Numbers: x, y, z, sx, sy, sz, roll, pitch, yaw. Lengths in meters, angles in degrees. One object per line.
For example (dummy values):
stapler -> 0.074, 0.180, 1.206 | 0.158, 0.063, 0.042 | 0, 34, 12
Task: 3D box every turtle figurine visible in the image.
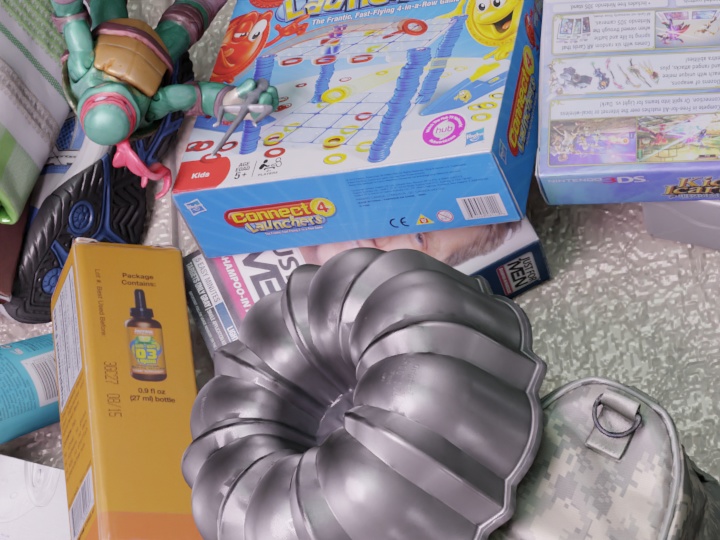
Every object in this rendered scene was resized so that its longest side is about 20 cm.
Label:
turtle figurine -> -0.127, -0.127, 1.304 | 0.101, 0.149, 0.201 | -41, 24, 24

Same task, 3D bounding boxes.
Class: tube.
tube -> -0.229, 0.077, 1.295 | 0.077, 0.199, 0.051 | 44, 119, 19

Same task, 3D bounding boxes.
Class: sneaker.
sneaker -> -0.172, -0.057, 1.415 | 0.077, 0.076, 0.201 | 11, 66, 37

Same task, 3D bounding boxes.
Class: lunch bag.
lunch bag -> 0.117, 0.153, 1.176 | 0.139, 0.200, 0.168 | 31, 83, 26

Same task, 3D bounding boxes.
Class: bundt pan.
bundt pan -> -0.011, 0.073, 1.136 | 0.201, 0.076, 0.203 | -27, 45, 30

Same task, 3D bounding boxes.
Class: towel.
towel -> -0.208, -0.147, 1.339 | 0.031, 0.149, 0.201 | -15, 43, 36

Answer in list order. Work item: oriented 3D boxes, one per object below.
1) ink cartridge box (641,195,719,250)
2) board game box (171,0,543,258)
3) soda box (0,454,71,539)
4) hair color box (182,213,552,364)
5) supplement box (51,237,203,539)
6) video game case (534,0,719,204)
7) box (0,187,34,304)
ink cartridge box -> 0.242, -0.111, 1.332 | 0.114, 0.068, 0.201 | 12, 71, 18
board game box -> 0.009, -0.106, 1.339 | 0.198, 0.056, 0.197 | -7, 45, 23
soda box -> -0.242, 0.137, 1.339 | 0.198, 0.068, 0.064 | 12, 70, 19
hair color box -> 0.000, 0.000, 1.346 | 0.199, 0.061, 0.100 | -28, 64, 0
supplement box -> -0.128, 0.081, 1.283 | 0.066, 0.069, 0.201 | 5, 56, -20
video game case -> 0.200, -0.129, 1.286 | 0.198, 0.046, 0.183 | -1, 66, 13
box -> -0.299, -0.089, 1.370 | 0.165, 0.164, 0.202 | -11, 60, 37
